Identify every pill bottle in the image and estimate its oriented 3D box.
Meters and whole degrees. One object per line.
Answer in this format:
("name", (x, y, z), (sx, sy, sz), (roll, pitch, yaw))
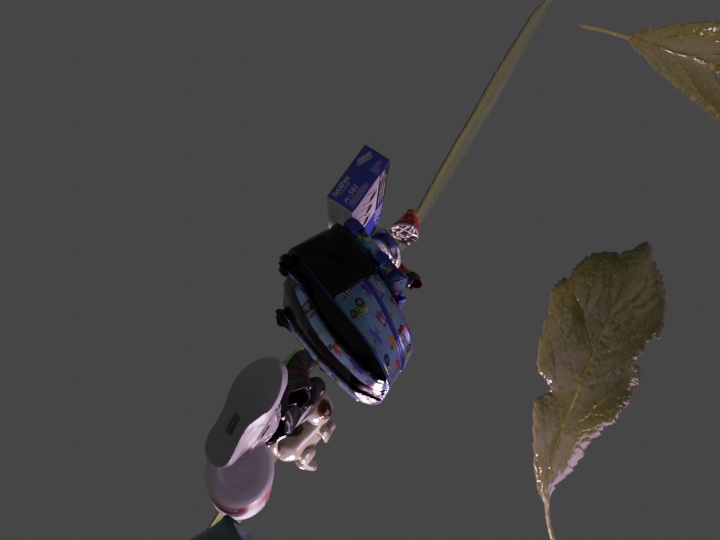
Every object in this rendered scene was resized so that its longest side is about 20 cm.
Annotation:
("pill bottle", (-0.206, 0.361, 0.891), (0.113, 0.111, 0.201), (-54, 171, -32))

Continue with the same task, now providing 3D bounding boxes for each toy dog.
("toy dog", (-0.154, 0.415, 1.420), (0.193, 0.139, 0.202), (29, 94, -45))

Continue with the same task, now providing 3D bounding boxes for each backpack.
("backpack", (-0.006, 0.061, 0.667), (0.134, 0.200, 0.183), (-32, 159, -27))

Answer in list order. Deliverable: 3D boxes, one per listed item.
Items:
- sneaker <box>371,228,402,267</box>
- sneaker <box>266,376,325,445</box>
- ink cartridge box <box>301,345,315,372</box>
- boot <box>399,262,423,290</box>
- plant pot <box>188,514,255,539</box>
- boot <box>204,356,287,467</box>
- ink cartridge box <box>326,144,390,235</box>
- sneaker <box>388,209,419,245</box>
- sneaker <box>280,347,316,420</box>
("sneaker", (0.000, 0.000, 0.902), (0.085, 0.077, 0.200), (-37, 177, -35))
("sneaker", (-0.135, 0.272, 0.979), (0.199, 0.067, 0.090), (-35, 178, -29))
("ink cartridge box", (-0.101, 0.172, 1.124), (0.201, 0.039, 0.100), (-56, 170, -29))
("boot", (0.116, 0.008, 1.492), (0.073, 0.143, 0.200), (-61, 173, 8))
("plant pot", (-0.231, 0.498, 0.793), (0.188, 0.200, 0.201), (-43, 167, -20))
("boot", (-0.150, 0.200, 0.767), (0.201, 0.074, 0.095), (-54, 160, 19))
("ink cartridge box", (-0.005, -0.088, 0.763), (0.095, 0.044, 0.200), (-55, 171, -17))
("sneaker", (0.120, -0.122, 1.352), (0.086, 0.076, 0.200), (-64, -178, -2))
("sneaker", (-0.124, 0.213, 0.959), (0.077, 0.083, 0.200), (-63, 171, 28))
